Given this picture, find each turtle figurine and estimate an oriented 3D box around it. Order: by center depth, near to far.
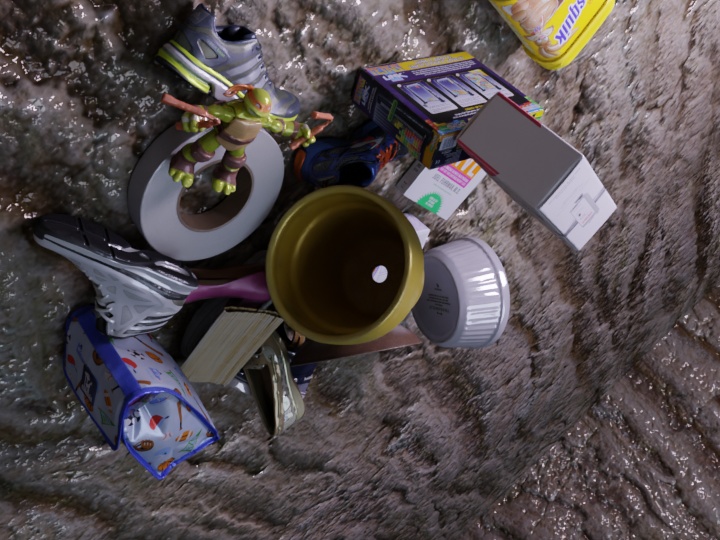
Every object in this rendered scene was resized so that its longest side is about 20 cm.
[{"bbox_3d":[-0.141,-0.146,0.826,0.199,0.065,0.161,-5,157,-41],"label":"turtle figurine"}]

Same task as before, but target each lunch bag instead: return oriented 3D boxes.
[{"bbox_3d":[-0.292,0.151,1.013,0.124,0.170,0.200,-36,149,-14],"label":"lunch bag"}]

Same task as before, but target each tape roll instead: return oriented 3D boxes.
[{"bbox_3d":[-0.185,-0.101,0.968,0.202,0.037,0.203,-29,146,-22],"label":"tape roll"}]

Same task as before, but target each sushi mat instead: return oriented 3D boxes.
[{"bbox_3d":[-0.187,0.109,1.109,0.095,0.012,0.200,9,141,-32],"label":"sushi mat"}]

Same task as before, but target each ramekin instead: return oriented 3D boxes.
[{"bbox_3d":[0.165,0.044,1.393,0.094,0.203,0.203,-7,134,-29],"label":"ramekin"}]

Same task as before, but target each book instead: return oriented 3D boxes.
[{"bbox_3d":[0.158,-0.186,1.259,0.200,0.048,0.133,-51,144,14],"label":"book"}]

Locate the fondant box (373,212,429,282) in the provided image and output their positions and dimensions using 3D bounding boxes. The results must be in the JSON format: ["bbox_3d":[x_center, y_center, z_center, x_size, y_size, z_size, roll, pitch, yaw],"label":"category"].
[{"bbox_3d":[0.005,-0.009,1.269,0.199,0.058,0.145,-14,136,-41],"label":"fondant box"}]

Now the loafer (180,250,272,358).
[{"bbox_3d":[-0.178,0.060,1.129,0.200,0.070,0.070,-48,149,6],"label":"loafer"}]

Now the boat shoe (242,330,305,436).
[{"bbox_3d":[-0.145,0.154,1.193,0.063,0.073,0.201,-37,111,-42],"label":"boat shoe"}]

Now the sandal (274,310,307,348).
[{"bbox_3d":[-0.107,0.087,1.232,0.054,0.080,0.200,-48,143,-13],"label":"sandal"}]

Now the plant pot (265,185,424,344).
[{"bbox_3d":[0.000,0.000,1.068,0.201,0.201,0.189,-50,162,9],"label":"plant pot"}]

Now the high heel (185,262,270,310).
[{"bbox_3d":[-0.197,-0.002,1.030,0.200,0.067,0.096,24,105,-43],"label":"high heel"}]

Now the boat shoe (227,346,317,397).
[{"bbox_3d":[-0.145,0.155,1.290,0.200,0.075,0.093,23,95,-58],"label":"boat shoe"}]

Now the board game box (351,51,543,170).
[{"bbox_3d":[0.116,-0.219,1.051,0.199,0.165,0.057,-19,141,-35],"label":"board game box"}]

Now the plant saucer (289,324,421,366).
[{"bbox_3d":[-0.009,0.109,1.175,0.199,0.037,0.200,-9,174,-1],"label":"plant saucer"}]

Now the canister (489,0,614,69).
[{"bbox_3d":[0.262,-0.389,1.099,0.149,0.087,0.200,-52,146,11],"label":"canister"}]

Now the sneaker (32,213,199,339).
[{"bbox_3d":[-0.296,0.020,0.906,0.200,0.076,0.116,27,104,-36],"label":"sneaker"}]

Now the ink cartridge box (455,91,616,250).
[{"bbox_3d":[0.225,-0.119,0.994,0.083,0.147,0.200,-49,150,9],"label":"ink cartridge box"}]

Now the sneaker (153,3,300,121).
[{"bbox_3d":[-0.127,-0.220,0.868,0.081,0.074,0.200,-56,148,12],"label":"sneaker"}]

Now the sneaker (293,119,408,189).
[{"bbox_3d":[0.007,-0.151,1.088,0.199,0.078,0.076,-26,144,-27],"label":"sneaker"}]
